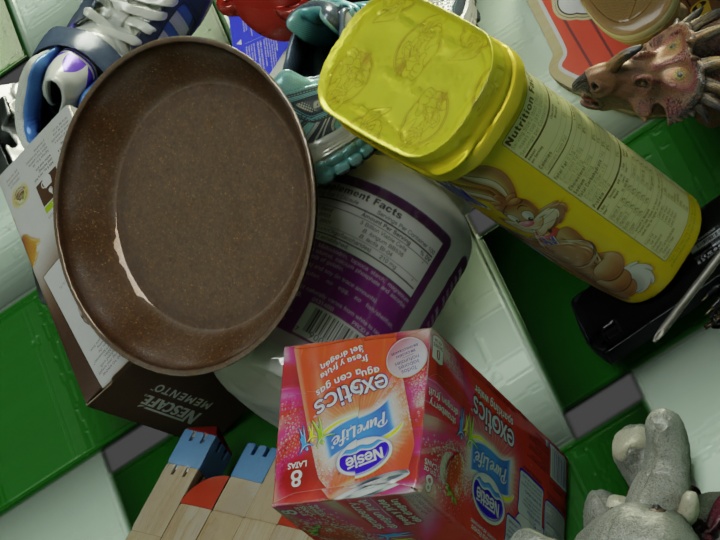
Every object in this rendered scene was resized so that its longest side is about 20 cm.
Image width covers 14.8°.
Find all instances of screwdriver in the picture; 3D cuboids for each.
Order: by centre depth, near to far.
[{"bbox_3d":[0.229,-0.030,1.605,0.028,0.029,0.200,9,59,54],"label":"screwdriver"}]

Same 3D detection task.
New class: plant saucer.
[{"bbox_3d":[-0.097,-0.038,1.644,0.200,0.037,0.201,1,92,35],"label":"plant saucer"}]

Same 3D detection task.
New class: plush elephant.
[{"bbox_3d":[0.171,0.148,1.500,0.164,0.155,0.200,5,67,33],"label":"plush elephant"}]

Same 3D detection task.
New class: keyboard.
[{"bbox_3d":[0.222,-0.003,1.637,0.200,0.040,0.104,-36,29,11],"label":"keyboard"}]

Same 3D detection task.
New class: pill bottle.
[{"bbox_3d":[0.000,0.000,1.703,0.112,0.112,0.200,16,65,36],"label":"pill bottle"}]

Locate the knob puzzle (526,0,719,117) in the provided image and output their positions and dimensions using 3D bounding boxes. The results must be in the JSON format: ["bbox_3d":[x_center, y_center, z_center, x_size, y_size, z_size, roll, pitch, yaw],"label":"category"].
[{"bbox_3d":[0.199,-0.180,1.738,0.219,0.030,0.220,-14,59,24],"label":"knob puzzle"}]

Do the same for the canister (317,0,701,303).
[{"bbox_3d":[0.090,-0.069,1.618,0.087,0.200,0.148,-57,37,0],"label":"canister"}]

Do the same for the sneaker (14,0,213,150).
[{"bbox_3d":[-0.163,-0.157,1.844,0.080,0.146,0.200,31,110,0],"label":"sneaker"}]

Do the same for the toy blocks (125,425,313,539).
[{"bbox_3d":[-0.063,0.169,1.681,0.200,0.100,0.137,10,60,35],"label":"toy blocks"}]

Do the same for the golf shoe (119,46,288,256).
[{"bbox_3d":[-0.076,-0.080,1.736,0.088,0.077,0.200,24,62,3],"label":"golf shoe"}]

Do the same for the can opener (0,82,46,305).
[{"bbox_3d":[-0.218,-0.051,1.916,0.067,0.053,0.200,-58,40,38],"label":"can opener"}]

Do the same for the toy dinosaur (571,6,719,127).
[{"bbox_3d":[0.223,-0.134,1.613,0.086,0.136,0.200,36,74,26],"label":"toy dinosaur"}]

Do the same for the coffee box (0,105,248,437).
[{"bbox_3d":[-0.144,0.003,1.785,0.080,0.114,0.200,-44,49,22],"label":"coffee box"}]

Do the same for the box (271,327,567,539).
[{"bbox_3d":[0.037,0.120,1.567,0.095,0.200,0.100,-9,61,25],"label":"box"}]

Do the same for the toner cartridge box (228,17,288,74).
[{"bbox_3d":[-0.037,-0.159,1.859,0.095,0.043,0.200,-20,57,19],"label":"toner cartridge box"}]

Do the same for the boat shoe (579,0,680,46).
[{"bbox_3d":[0.164,-0.199,1.697,0.071,0.065,0.200,-22,43,13],"label":"boat shoe"}]

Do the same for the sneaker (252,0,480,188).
[{"bbox_3d":[0.003,-0.140,1.697,0.077,0.086,0.200,-15,28,42],"label":"sneaker"}]

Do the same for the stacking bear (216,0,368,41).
[{"bbox_3d":[-0.010,-0.220,1.780,0.121,0.114,0.200,16,44,37],"label":"stacking bear"}]
